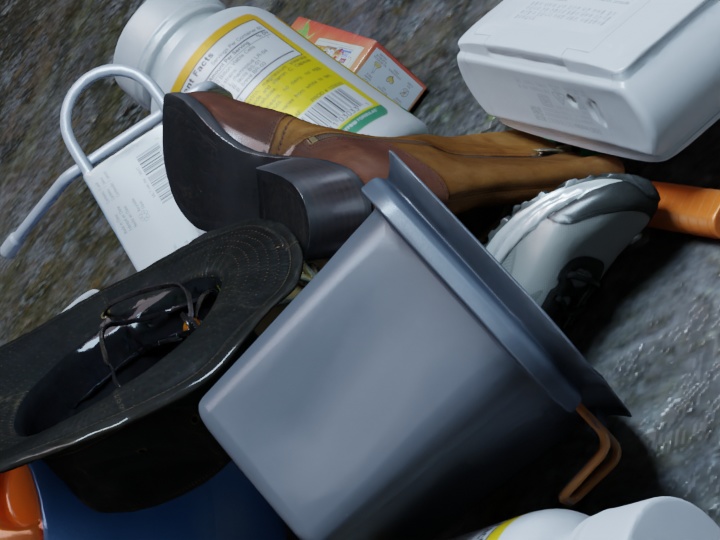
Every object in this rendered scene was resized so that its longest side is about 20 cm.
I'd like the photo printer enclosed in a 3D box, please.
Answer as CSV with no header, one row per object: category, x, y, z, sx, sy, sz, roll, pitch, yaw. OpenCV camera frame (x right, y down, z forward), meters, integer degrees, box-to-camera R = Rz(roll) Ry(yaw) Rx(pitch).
photo printer,0.170,-0.148,0.934,0.200,0.069,0.166,-41,28,-16

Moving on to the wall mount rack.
wall mount rack,-0.122,-0.011,1.012,0.174,0.200,0.075,-33,-11,7

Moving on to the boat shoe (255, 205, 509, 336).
boat shoe,0.000,0.000,0.943,0.200,0.073,0.063,-35,2,-39

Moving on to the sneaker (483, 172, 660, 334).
sneaker,0.083,0.029,0.901,0.200,0.074,0.079,-46,59,17

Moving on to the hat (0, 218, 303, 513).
hat,-0.101,0.062,0.825,0.201,0.081,0.201,-25,23,11

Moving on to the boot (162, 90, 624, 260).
boot,0.010,-0.066,0.941,0.188,0.200,0.069,20,117,53

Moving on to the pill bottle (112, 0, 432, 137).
pill bottle,-0.059,-0.095,1.096,0.200,0.113,0.113,38,89,24

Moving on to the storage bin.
storage bin,0.028,0.061,0.765,0.134,0.200,0.146,-43,73,3

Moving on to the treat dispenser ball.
treat dispenser ball,-0.139,0.149,0.936,0.201,0.201,0.201,-35,34,27

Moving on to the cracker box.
cracker box,-0.059,-0.075,1.219,0.200,0.058,0.134,-52,29,-4

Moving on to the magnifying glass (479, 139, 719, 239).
magnifying glass,0.134,-0.040,0.954,0.080,0.022,0.200,-58,28,-11

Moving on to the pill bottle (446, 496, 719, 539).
pill bottle,0.059,0.166,0.733,0.200,0.114,0.114,-25,39,38

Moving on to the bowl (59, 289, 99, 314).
bowl,-0.208,0.132,1.179,0.200,0.075,0.200,-42,31,15
